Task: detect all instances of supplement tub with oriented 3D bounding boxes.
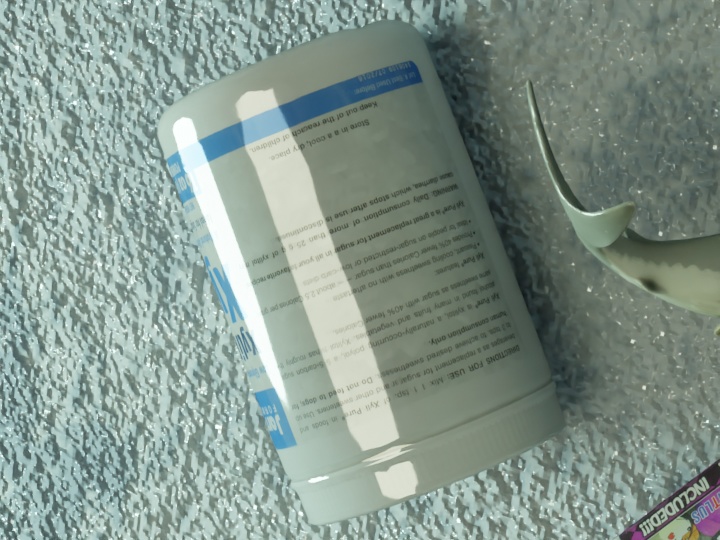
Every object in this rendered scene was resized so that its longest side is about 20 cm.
[{"bbox_3d":[0.000,0.000,1.044,0.132,0.132,0.201,-21,89,33],"label":"supplement tub"}]

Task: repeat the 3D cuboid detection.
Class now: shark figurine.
[{"bbox_3d":[0.161,-0.021,0.960,0.128,0.213,0.090,110,160,-54],"label":"shark figurine"}]

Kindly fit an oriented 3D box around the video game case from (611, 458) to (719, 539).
[{"bbox_3d":[0.201,0.140,0.929,0.200,0.036,0.182,-39,52,19],"label":"video game case"}]
